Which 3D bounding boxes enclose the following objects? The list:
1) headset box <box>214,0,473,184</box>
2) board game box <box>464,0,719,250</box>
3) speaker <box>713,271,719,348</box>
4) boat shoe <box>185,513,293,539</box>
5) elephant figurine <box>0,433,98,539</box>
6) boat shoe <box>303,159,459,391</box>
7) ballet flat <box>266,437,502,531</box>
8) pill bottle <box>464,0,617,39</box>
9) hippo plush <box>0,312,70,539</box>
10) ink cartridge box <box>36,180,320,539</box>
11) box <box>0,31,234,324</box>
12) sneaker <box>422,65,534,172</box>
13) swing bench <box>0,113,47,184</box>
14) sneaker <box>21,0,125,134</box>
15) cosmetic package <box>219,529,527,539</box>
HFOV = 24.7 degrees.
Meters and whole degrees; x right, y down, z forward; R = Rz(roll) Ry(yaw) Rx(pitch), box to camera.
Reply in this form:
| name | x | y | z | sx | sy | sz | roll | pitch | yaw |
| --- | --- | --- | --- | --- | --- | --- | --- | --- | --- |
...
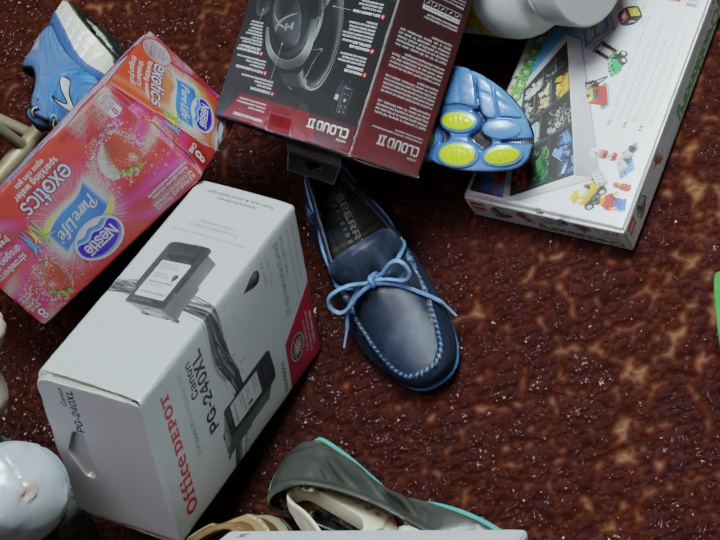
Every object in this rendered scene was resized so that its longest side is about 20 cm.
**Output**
| name | x | y | z | sx | sy | sz | roll | pitch | yaw |
| --- | --- | --- | --- | --- | --- | --- | --- | --- | --- |
| headset box | -0.009 | -0.162 | 1.150 | 0.148 | 0.077 | 0.201 | 20 | 95 | 44 |
| board game box | 0.169 | -0.121 | 1.194 | 0.126 | 0.035 | 0.201 | 15 | 72 | 28 |
| speaker | 0.328 | 0.024 | 1.037 | 0.199 | 0.088 | 0.089 | -8 | 64 | 17 |
| boat shoe | -0.130 | 0.232 | 1.104 | 0.200 | 0.074 | 0.076 | -46 | 55 | 12 |
| elephant figurine | -0.290 | 0.146 | 1.191 | 0.155 | 0.142 | 0.200 | -41 | 64 | -19 |
| boat shoe | 0.000 | 0.000 | 1.182 | 0.084 | 0.069 | 0.200 | -36 | 59 | 2 |
| ballet flat | 0.018 | 0.179 | 1.091 | 0.199 | 0.068 | 0.068 | 22 | 46 | 35 |
| pill bottle | 0.091 | -0.228 | 1.201 | 0.199 | 0.111 | 0.112 | 16 | 72 | 44 |
| hippo plush | -0.275 | 0.126 | 1.027 | 0.200 | 0.160 | 0.161 | -38 | 61 | -12 |
| ink cartridge box | -0.116 | 0.061 | 1.114 | 0.083 | 0.146 | 0.200 | 15 | 48 | 24 |
| box | -0.194 | -0.066 | 1.209 | 0.200 | 0.095 | 0.100 | -40 | 15 | 30 |
| sneaker | 0.049 | -0.112 | 1.196 | 0.199 | 0.083 | 0.071 | 14 | 92 | 42 |
| swing bench | -0.402 | -0.086 | 1.345 | 0.198 | 0.130 | 0.201 | 25 | 82 | 28 |
| sneaker | -0.213 | -0.128 | 1.329 | 0.089 | 0.078 | 0.200 | -45 | 52 | 8 |
| cosmetic package | 0.000 | 0.266 | 0.977 | 0.198 | 0.123 | 0.201 | -4 | 96 | 19 |
